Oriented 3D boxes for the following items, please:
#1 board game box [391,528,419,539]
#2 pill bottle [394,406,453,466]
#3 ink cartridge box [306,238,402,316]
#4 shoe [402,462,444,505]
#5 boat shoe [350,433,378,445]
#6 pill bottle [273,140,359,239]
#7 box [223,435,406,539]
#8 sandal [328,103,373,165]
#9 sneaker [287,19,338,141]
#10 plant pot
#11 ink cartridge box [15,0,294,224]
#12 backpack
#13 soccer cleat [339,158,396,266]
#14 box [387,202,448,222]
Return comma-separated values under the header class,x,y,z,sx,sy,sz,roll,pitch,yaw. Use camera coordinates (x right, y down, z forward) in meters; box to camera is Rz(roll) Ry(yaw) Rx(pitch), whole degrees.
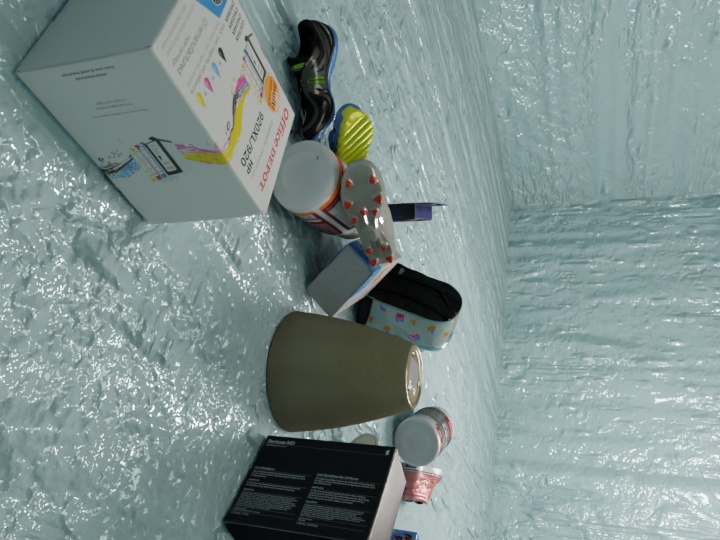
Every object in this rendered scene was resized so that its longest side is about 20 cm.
class,x,y,z,sx,sy,sz,roll,pitch,yaw
board game box,0.003,0.454,0.929,0.037,0.197,0.153,-60,142,-53
pill bottle,0.163,0.400,1.469,0.200,0.112,0.116,4,85,-69
ink cartridge box,0.000,0.000,1.051,0.068,0.115,0.200,47,23,6
shoe,0.156,0.543,1.511,0.200,0.071,0.092,41,52,-56
boat shoe,-0.010,0.392,1.073,0.201,0.074,0.062,-69,148,-42
pill bottle,-0.050,-0.119,0.951,0.200,0.108,0.111,30,61,-66
box,-0.055,0.302,0.785,0.142,0.197,0.080,-64,145,-48
sandal,-0.027,-0.212,1.017,0.079,0.087,0.201,-35,159,-17
sneaker,-0.084,-0.303,0.954,0.082,0.070,0.203,9,82,-46
plant pot,-0.011,0.156,0.912,0.187,0.197,0.190,-2,90,-69
ink cartridge box,-0.176,-0.166,0.575,0.201,0.143,0.149,62,33,-51
backpack,0.103,0.084,1.214,0.176,0.197,0.155,-55,155,-59
soccer cleat,0.014,-0.093,0.906,0.201,0.068,0.078,72,15,-44
box,0.054,-0.106,1.095,0.121,0.197,0.033,-10,98,-68
